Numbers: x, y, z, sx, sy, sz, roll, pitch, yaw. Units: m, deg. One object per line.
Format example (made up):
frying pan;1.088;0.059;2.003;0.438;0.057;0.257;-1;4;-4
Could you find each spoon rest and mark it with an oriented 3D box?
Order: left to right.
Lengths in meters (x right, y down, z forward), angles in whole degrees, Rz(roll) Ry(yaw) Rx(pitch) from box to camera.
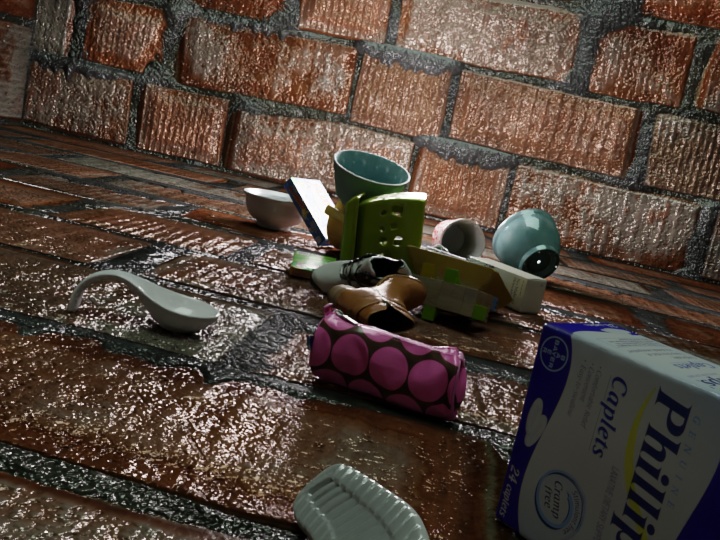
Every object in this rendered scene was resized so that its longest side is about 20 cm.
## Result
spoon rest;-0.287;0.040;1.059;0.196;0.062;0.099;10;10;-9

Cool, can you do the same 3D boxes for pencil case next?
pencil case;0.035;0.111;0.959;0.196;0.096;0.091;15;10;14

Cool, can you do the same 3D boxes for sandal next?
sandal;0.007;0.196;0.556;0.050;0.082;0.202;53;-6;-19

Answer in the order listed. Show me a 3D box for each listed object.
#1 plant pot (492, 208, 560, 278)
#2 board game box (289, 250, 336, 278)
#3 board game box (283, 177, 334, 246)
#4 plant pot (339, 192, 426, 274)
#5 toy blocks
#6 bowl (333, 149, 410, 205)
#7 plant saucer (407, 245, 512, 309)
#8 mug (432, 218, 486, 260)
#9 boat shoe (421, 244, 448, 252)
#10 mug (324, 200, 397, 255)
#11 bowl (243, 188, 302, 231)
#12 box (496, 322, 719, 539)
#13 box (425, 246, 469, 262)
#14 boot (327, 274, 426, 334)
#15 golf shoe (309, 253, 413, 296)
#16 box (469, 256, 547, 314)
plant pot;0.495;-0.056;2.271;0.196;0.202;0.135;8;37;-22
board game box;-0.098;-0.008;1.666;0.094;0.031;0.200;11;7;-4
board game box;-0.112;-0.156;2.117;0.134;0.034;0.202;-3;58;-57
plant pot;0.052;-0.080;1.781;0.177;0.203;0.200;7;10;5
toy blocks;0.179;0.056;1.498;0.197;0.102;0.136;14;-3;34
bowl;0.016;-0.208;1.942;0.197;0.107;0.202;14;25;-7
plant saucer;0.201;0.027;1.627;0.197;0.049;0.200;17;-12;25
mug;0.285;-0.067;2.300;0.132;0.180;0.200;-25;8;-2
boat shoe;0.201;-0.030;2.026;0.197;0.072;0.072;5;11;-38
mug;0.000;-0.092;1.984;0.184;0.152;0.152;-13;32;-36
bowl;-0.235;-0.164;2.191;0.197;0.092;0.201;12;10;-2
box;0.233;0.160;0.649;0.104;0.188;0.199;5;11;-40
box;0.221;0.003;1.800;0.110;0.035;0.200;39;-5;-23
boot;0.056;0.058;1.324;0.196;0.078;0.155;4;11;-28
golf shoe;0.000;0.000;1.448;0.195;0.079;0.095;1;-33;7
box;0.330;0.032;1.815;0.067;0.084;0.199;6;10;-35
